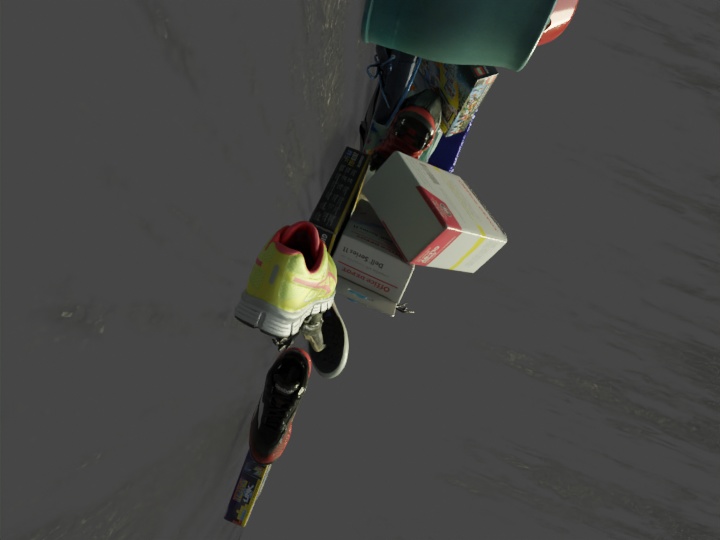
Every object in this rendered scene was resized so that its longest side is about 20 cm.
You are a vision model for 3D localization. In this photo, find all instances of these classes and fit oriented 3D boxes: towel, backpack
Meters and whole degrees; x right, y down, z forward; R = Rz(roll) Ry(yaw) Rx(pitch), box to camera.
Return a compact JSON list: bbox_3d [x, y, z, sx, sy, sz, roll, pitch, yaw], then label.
[{"bbox_3d":[0.119,-0.294,1.216,0.150,0.197,0.049,-67,168,19],"label":"towel"},{"bbox_3d":[0.077,-0.273,1.083,0.202,0.149,0.178,-63,178,-28],"label":"backpack"}]

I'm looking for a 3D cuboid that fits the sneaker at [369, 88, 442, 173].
[{"bbox_3d":[0.073,-0.208,0.954,0.099,0.070,0.201,-61,-175,-24],"label":"sneaker"}]

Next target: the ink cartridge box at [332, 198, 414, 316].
[{"bbox_3d":[0.023,-0.025,0.911,0.201,0.115,0.068,-69,-177,-63],"label":"ink cartridge box"}]

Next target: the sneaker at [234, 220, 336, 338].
[{"bbox_3d":[-0.057,-0.007,0.608,0.200,0.077,0.092,-67,176,-74],"label":"sneaker"}]

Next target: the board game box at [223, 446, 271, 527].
[{"bbox_3d":[-0.237,0.451,1.416,0.165,0.056,0.203,-55,166,-81],"label":"board game box"}]

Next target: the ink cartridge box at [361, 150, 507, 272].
[{"bbox_3d":[0.116,-0.081,0.926,0.083,0.146,0.198,-45,151,26],"label":"ink cartridge box"}]

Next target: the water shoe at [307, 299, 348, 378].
[{"bbox_3d":[-0.056,0.105,1.089,0.079,0.070,0.203,68,8,-54],"label":"water shoe"}]

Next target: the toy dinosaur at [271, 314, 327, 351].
[{"bbox_3d":[-0.090,0.087,0.929,0.087,0.048,0.202,-26,146,-18],"label":"toy dinosaur"}]

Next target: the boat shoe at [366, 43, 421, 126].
[{"bbox_3d":[0.051,-0.308,0.867,0.085,0.067,0.203,-88,-162,-65],"label":"boat shoe"}]

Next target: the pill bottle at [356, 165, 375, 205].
[{"bbox_3d":[-0.004,-0.081,1.147,0.120,0.118,0.202,-68,179,-53],"label":"pill bottle"}]

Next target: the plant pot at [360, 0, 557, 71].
[{"bbox_3d":[0.120,-0.318,0.675,0.200,0.185,0.203,22,90,-89],"label":"plant pot"}]

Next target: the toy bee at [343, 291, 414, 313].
[{"bbox_3d":[0.000,0.000,1.071,0.130,0.197,0.111,13,-89,59],"label":"toy bee"}]

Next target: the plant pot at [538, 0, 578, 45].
[{"bbox_3d":[0.198,-0.425,0.922,0.180,0.203,0.201,-22,161,-19],"label":"plant pot"}]

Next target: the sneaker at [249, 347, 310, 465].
[{"bbox_3d":[-0.136,0.221,1.025,0.098,0.070,0.204,112,-3,-73],"label":"sneaker"}]

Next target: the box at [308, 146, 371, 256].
[{"bbox_3d":[-0.047,-0.070,0.956,0.202,0.049,0.161,-69,-178,-45],"label":"box"}]

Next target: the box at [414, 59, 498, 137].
[{"bbox_3d":[0.117,-0.322,0.913,0.037,0.203,0.137,-21,165,-20],"label":"box"}]
